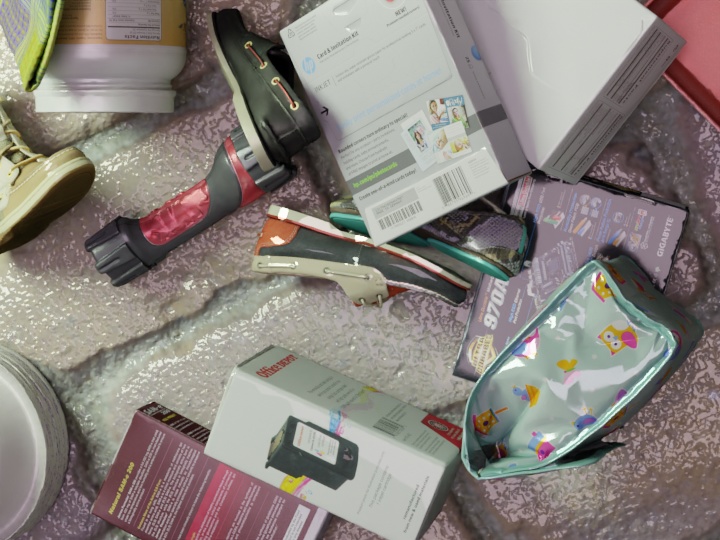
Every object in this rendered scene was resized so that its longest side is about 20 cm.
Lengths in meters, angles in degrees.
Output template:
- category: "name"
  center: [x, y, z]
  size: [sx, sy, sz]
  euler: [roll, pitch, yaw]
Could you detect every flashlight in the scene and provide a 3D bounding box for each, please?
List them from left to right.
- category: "flashlight"
  center: [-0.155, -0.061, 1.664]
  size: [0.199, 0.068, 0.068]
  euler: [-30, 89, 12]

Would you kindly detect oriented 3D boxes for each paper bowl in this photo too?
- category: "paper bowl"
  center: [-0.378, 0.166, 1.711]
  size: [0.200, 0.104, 0.202]
  euler: [1, 94, 13]

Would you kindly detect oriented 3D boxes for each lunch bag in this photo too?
- category: "lunch bag"
  center: [0.173, 0.094, 1.509]
  size: [0.122, 0.170, 0.200]
  euler: [43, 102, 12]

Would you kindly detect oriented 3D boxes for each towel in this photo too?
- category: "towel"
  center: [-0.291, -0.261, 1.570]
  size: [0.200, 0.023, 0.144]
  euler: [59, 140, 41]

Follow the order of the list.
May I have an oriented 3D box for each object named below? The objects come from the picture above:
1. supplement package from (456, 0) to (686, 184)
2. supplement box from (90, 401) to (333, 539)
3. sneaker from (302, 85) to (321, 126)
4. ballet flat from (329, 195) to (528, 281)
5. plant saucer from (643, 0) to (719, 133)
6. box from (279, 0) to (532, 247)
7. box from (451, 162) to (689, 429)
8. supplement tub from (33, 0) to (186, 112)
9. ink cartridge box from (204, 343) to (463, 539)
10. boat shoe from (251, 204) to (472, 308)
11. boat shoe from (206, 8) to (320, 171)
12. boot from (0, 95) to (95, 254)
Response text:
- category: "supplement package"
  center: [0.139, -0.196, 1.549]
  size: [0.200, 0.111, 0.156]
  euler: [42, 102, 21]
- category: "supplement box"
  center: [-0.131, 0.213, 1.685]
  size: [0.199, 0.061, 0.109]
  euler: [27, 99, 7]
- category: "sneaker"
  center: [0.038, -0.128, 1.623]
  size: [0.200, 0.080, 0.072]
  euler: [32, 107, 28]
- category: "ballet flat"
  center: [0.064, -0.047, 1.605]
  size: [0.200, 0.072, 0.072]
  euler: [19, 99, 36]
- category: "plant saucer"
  center: [0.358, -0.203, 1.563]
  size: [0.200, 0.037, 0.200]
  euler: [46, 102, 6]
- category: "box"
  center: [0.034, -0.139, 1.519]
  size: [0.156, 0.041, 0.201]
  euler: [-26, 89, 41]
- category: "box"
  center: [0.182, 0.019, 1.612]
  size: [0.158, 0.046, 0.201]
  euler: [16, 98, 10]
- category: "supplement tub"
  center: [-0.224, -0.238, 1.624]
  size: [0.144, 0.145, 0.201]
  euler: [1, 95, 11]
- category: "ink cartridge box"
  center: [-0.017, 0.149, 1.613]
  size: [0.199, 0.146, 0.083]
  euler: [24, 101, 9]
- category: "boat shoe"
  center: [0.000, 0.000, 1.633]
  size: [0.199, 0.071, 0.063]
  euler: [18, 87, 14]
- category: "boat shoe"
  center: [-0.085, -0.165, 1.602]
  size: [0.063, 0.202, 0.074]
  euler: [-28, 134, 2]
- category: "boot"
  center: [-0.317, -0.110, 1.652]
  size: [0.200, 0.072, 0.155]
  euler: [-30, 84, 55]
